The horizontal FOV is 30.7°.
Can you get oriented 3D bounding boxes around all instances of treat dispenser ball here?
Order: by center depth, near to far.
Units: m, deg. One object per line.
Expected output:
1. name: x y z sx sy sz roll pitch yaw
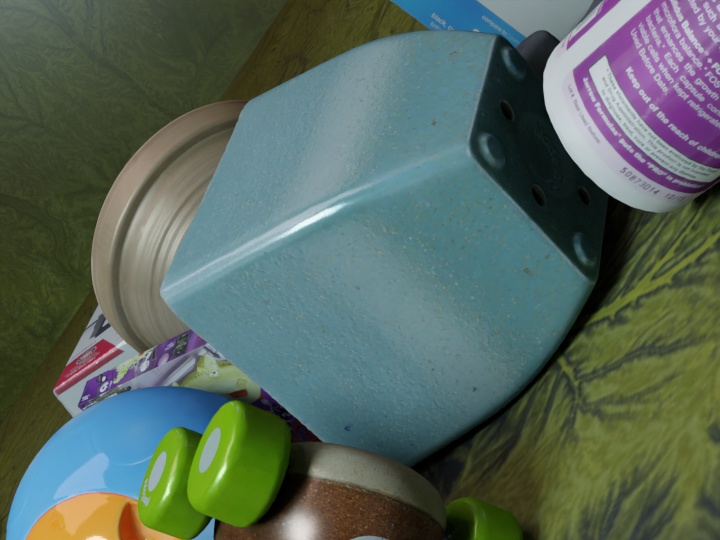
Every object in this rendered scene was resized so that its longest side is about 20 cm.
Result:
1. treat dispenser ball: -0.124 0.176 0.834 0.201 0.200 0.201 -50 16 21

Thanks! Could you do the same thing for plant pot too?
1. plant pot: 0.038 -0.028 0.789 0.199 0.196 0.197 -29 29 36
2. plant pot: -0.080 -0.009 0.915 0.092 0.200 0.202 35 91 43

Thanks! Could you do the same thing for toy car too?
1. toy car: -0.037 0.192 0.639 0.158 0.163 0.202 -29 40 59

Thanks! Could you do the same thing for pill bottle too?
1. pill bottle: 0.190 -0.123 0.635 0.200 0.112 0.113 -42 21 45

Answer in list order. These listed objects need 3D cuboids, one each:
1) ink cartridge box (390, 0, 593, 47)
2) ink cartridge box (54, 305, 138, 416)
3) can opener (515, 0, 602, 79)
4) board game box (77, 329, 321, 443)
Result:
1. ink cartridge box: 0.134 -0.282 1.058 0.200 0.144 0.148 -49 18 26
2. ink cartridge box: -0.183 0.058 1.205 0.145 0.084 0.200 -34 18 14
3. can opener: 0.163 -0.181 0.914 0.201 0.067 0.053 -60 16 -10
4. board game box: -0.089 0.089 0.902 0.199 0.120 0.033 -26 38 35
